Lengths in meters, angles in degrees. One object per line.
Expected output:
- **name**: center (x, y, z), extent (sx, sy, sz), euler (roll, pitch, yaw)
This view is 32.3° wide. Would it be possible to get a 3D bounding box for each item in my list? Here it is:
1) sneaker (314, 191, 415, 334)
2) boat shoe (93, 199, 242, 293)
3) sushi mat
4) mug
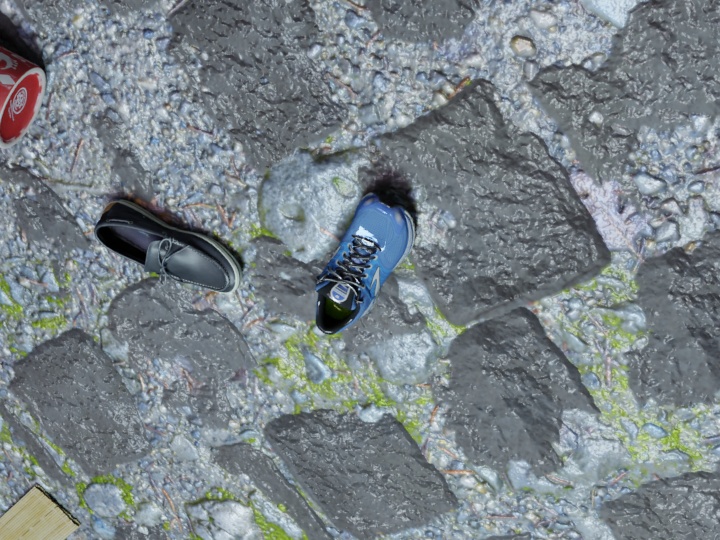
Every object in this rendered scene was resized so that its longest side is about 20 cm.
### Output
- **sneaker**: center (0.000, 0.000, 1.400), extent (0.079, 0.089, 0.200), euler (28, 129, 8)
- **boat shoe**: center (-0.239, -0.021, 1.532), extent (0.200, 0.062, 0.075), euler (27, 127, 8)
- **sushi mat**: center (-0.529, 0.416, 2.004), extent (0.096, 0.012, 0.200), euler (47, 129, -4)
- **mug**: center (-0.487, -0.236, 1.504), extent (0.200, 0.178, 0.134), euler (25, 93, 6)
